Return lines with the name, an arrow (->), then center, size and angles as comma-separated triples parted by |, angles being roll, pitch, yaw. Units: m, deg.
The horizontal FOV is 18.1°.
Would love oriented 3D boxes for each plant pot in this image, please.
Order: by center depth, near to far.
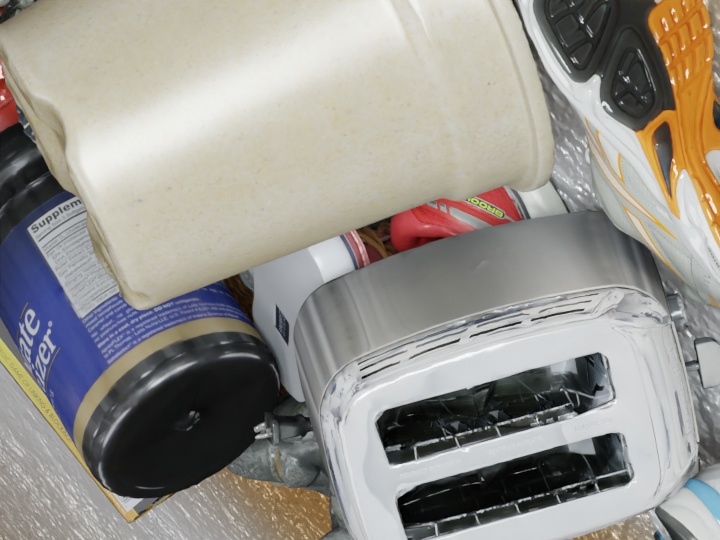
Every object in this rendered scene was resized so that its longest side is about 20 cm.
plant pot -> -0.047, -0.083, 0.955 | 0.201, 0.183, 0.201 | 60, 171, 16

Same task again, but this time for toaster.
toaster -> 0.051, 0.052, 0.960 | 0.129, 0.199, 0.114 | -108, 5, -74

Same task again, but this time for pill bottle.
pill bottle -> -0.134, 0.013, 1.195 | 0.200, 0.112, 0.112 | 54, 157, 32

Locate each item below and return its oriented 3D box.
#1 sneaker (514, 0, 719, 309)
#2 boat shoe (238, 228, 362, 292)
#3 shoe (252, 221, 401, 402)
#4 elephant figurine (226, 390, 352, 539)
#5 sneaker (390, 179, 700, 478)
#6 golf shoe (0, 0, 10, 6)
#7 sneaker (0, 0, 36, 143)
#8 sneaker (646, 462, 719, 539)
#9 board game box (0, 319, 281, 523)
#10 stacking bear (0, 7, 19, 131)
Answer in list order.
sneaker -> 0.110, -0.061, 0.921 | 0.200, 0.076, 0.092 | 57, 157, -4
boat shoe -> -0.035, -0.033, 1.183 | 0.075, 0.065, 0.202 | 52, 152, 3
shoe -> 0.000, 0.000, 1.108 | 0.072, 0.091, 0.200 | 57, 166, 14
elephant figurine -> 0.007, 0.094, 1.212 | 0.142, 0.155, 0.200 | -62, 31, 25
sneaker -> 0.081, 0.039, 1.063 | 0.200, 0.085, 0.077 | 55, 154, -2
golf shoe -> -0.216, -0.217, 1.223 | 0.078, 0.097, 0.200 | 36, 146, 34
sneaker -> -0.133, -0.105, 1.199 | 0.086, 0.078, 0.200 | 31, -166, -27
sneaker -> 0.183, 0.121, 1.018 | 0.075, 0.087, 0.200 | 54, 177, 17
board game box -> -0.147, 0.038, 1.344 | 0.057, 0.165, 0.200 | -41, 86, 22
stacking bear -> -0.254, -0.119, 1.393 | 0.200, 0.122, 0.114 | 1, 131, 46
